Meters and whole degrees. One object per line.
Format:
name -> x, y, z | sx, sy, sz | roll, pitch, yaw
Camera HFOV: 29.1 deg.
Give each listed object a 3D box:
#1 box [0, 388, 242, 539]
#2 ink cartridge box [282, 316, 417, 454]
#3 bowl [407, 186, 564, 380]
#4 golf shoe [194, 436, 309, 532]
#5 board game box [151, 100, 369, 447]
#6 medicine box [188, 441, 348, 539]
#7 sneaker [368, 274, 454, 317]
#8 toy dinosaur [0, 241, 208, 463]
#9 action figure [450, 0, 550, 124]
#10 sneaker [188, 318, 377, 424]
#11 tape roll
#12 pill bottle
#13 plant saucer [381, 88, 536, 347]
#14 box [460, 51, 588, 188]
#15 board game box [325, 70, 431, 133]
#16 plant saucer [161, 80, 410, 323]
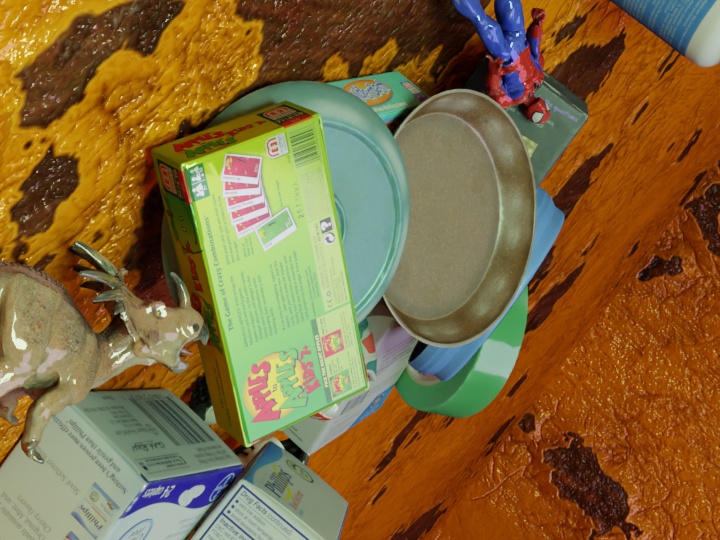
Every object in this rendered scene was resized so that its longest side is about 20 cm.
box -> -0.216, 0.200, 1.083 | 0.201, 0.105, 0.184 | -52, 163, 9
ink cartridge box -> 0.001, 0.070, 1.403 | 0.146, 0.086, 0.201 | -26, 150, -56
bowl -> 0.116, 0.015, 1.260 | 0.201, 0.039, 0.201 | -54, -179, 1
golf shoe -> -0.123, 0.200, 1.368 | 0.095, 0.078, 0.199 | -56, 157, 20
board game box -> -0.062, 0.003, 0.909 | 0.101, 0.047, 0.202 | -23, 117, -26
medicine box -> -0.112, 0.269, 1.211 | 0.201, 0.103, 0.182 | -51, 179, 5
sneaker -> 0.000, 0.000, 1.204 | 0.199, 0.076, 0.070 | -7, -156, 47
toy dinosaur -> -0.192, 0.033, 0.824 | 0.136, 0.085, 0.200 | -59, 148, -3
action figure -> 0.113, -0.181, 1.078 | 0.066, 0.051, 0.200 | -50, 143, -14
sneaker -> -0.060, 0.106, 1.253 | 0.199, 0.094, 0.070 | -31, -159, -33
tape roll -> 0.098, 0.051, 1.450 | 0.048, 0.201, 0.201 | 13, 125, -28
pill bottle -> 0.314, -0.261, 1.290 | 0.112, 0.200, 0.112 | -43, 163, -17
plant saucer -> 0.066, -0.042, 1.095 | 0.199, 0.034, 0.203 | -9, 103, -45
box -> 0.104, -0.092, 1.234 | 0.201, 0.106, 0.122 | -54, 180, 14
board game box -> -0.039, -0.057, 1.081 | 0.201, 0.045, 0.152 | -57, 162, 26
plant saucer -> -0.042, -0.029, 0.958 | 0.198, 0.027, 0.202 | -12, 113, -31
